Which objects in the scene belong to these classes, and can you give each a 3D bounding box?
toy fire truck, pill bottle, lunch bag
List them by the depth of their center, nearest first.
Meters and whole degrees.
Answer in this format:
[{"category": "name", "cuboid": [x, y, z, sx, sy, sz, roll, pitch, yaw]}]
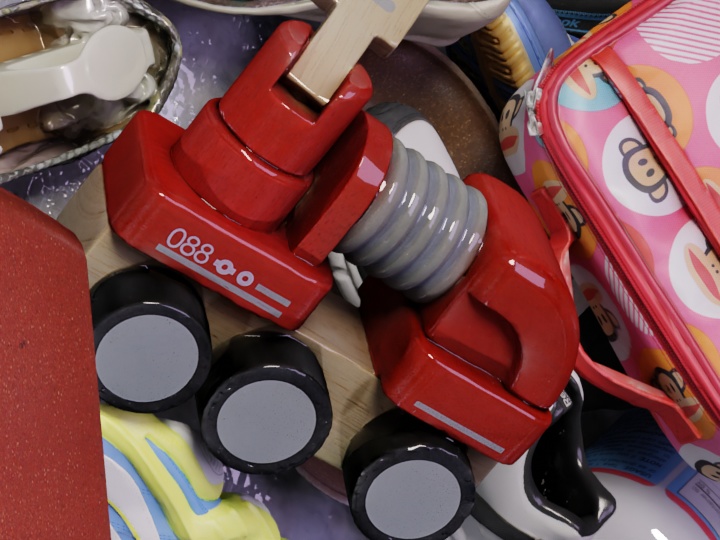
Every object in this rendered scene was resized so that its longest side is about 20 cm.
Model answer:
[{"category": "toy fire truck", "cuboid": [0.011, -0.034, 0.856, 0.176, 0.200, 0.129, 30, 22, -24]}, {"category": "lunch bag", "cuboid": [0.150, -0.018, 0.994, 0.176, 0.082, 0.200, -33, 91, -19]}, {"category": "pill bottle", "cuboid": [0.136, 0.121, 1.089, 0.200, 0.109, 0.109, -36, 112, -44]}]

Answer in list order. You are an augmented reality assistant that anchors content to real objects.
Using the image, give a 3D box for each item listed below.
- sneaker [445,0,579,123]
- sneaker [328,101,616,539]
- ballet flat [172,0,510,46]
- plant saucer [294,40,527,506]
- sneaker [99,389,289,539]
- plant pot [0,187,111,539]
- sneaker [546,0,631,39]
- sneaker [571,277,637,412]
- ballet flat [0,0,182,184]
[{"category": "sneaker", "cuboid": [0.108, -0.070, 1.084, 0.088, 0.075, 0.200, -39, 130, -5]}, {"category": "sneaker", "cuboid": [0.048, 0.025, 0.970, 0.074, 0.080, 0.200, -33, 109, -43]}, {"category": "ballet flat", "cuboid": [-0.035, -0.124, 0.946, 0.200, 0.069, 0.070, 10, 78, -23]}, {"category": "plant saucer", "cuboid": [0.000, 0.000, 1.002, 0.200, 0.037, 0.201, 8, 79, -48]}, {"category": "sneaker", "cuboid": [-0.080, 0.117, 0.869, 0.200, 0.076, 0.105, 40, 58, -40]}, {"category": "plant pot", "cuboid": [-0.178, 0.062, 0.690, 0.176, 0.200, 0.200, -4, 89, -60]}, {"category": "sneaker", "cuboid": [0.115, -0.119, 1.111, 0.200, 0.082, 0.073, 21, 67, -47]}, {"category": "sneaker", "cuboid": [0.172, 0.033, 1.061, 0.200, 0.112, 0.073, -21, 136, -36]}, {"category": "ballet flat", "cuboid": [-0.134, -0.059, 0.832, 0.200, 0.072, 0.072, -26, 105, -47]}]
